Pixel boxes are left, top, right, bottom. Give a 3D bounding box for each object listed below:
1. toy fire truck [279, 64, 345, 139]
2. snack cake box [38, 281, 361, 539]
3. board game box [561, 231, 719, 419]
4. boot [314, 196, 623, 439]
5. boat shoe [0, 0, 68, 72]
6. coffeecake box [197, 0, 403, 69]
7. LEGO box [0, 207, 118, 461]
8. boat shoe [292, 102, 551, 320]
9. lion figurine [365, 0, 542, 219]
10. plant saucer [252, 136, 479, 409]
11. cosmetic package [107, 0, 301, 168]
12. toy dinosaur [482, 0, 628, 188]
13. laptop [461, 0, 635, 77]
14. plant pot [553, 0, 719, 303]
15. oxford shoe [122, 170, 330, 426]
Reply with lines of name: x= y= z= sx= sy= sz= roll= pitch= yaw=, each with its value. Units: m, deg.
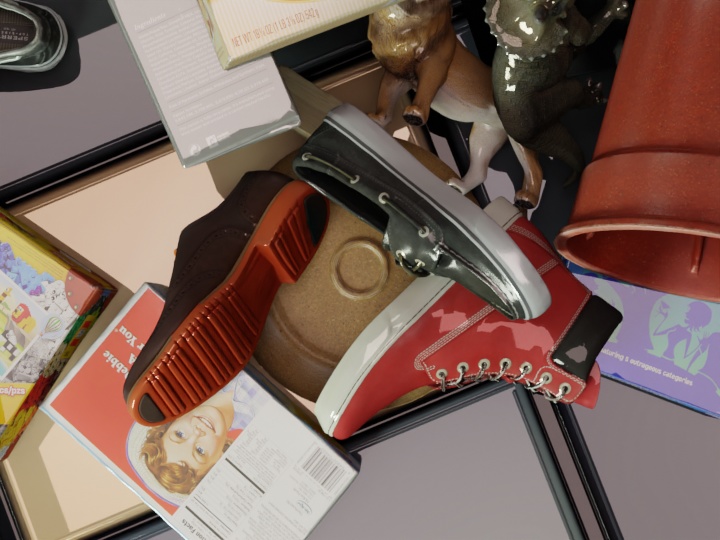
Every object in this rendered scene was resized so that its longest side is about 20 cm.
toy fire truck: x=-0.056 y=-0.192 z=0.950 sx=0.176 sy=0.129 sz=0.200 roll=-42 pitch=107 yaw=4
snack cake box: x=-0.109 y=0.116 z=0.948 sx=0.200 sy=0.067 sz=0.115 roll=42 pitch=90 yaw=3
board game box: x=0.224 y=-0.014 z=0.961 sx=0.150 sy=0.045 sz=0.203 roll=19 pitch=87 yaw=2
boot: x=0.077 y=0.069 z=0.906 sx=0.200 sy=0.072 sz=0.144 roll=-44 pitch=82 yaw=-5
boat shoe: x=-0.310 y=-0.179 z=0.963 sx=0.197 sy=0.071 sz=0.073 roll=1 pitch=87 yaw=1
coffeecake box: x=-0.042 y=-0.237 z=0.765 sx=0.152 sy=0.073 sz=0.203 roll=-22 pitch=97 yaw=-7
LEGO box: x=-0.296 y=0.019 z=0.950 sx=0.199 sy=0.077 sz=0.150 roll=33 pitch=88 yaw=2
boat shoe: x=0.036 y=-0.028 z=0.867 sx=0.057 sy=0.069 sz=0.200 roll=-43 pitch=65 yaw=-9
lion figurine: x=0.071 y=-0.129 z=0.947 sx=0.200 sy=0.072 sz=0.124 roll=39 pitch=58 yaw=-35
plant saucer: x=0.000 y=0.000 z=0.968 sx=0.197 sy=0.035 sz=0.204 roll=0 pitch=87 yaw=0
cosmetic package: x=-0.114 y=-0.171 z=0.849 sx=0.089 sy=0.107 sz=0.203 roll=-21 pitch=99 yaw=-3
toy dinosaur: x=0.119 y=-0.136 z=0.898 sx=0.101 sy=0.201 sz=0.077 roll=-27 pitch=55 yaw=-24
laptop: x=0.168 y=-0.243 z=0.943 sx=0.199 sy=0.103 sz=0.179 roll=-35 pitch=122 yaw=-20
plant pot: x=0.236 y=-0.094 z=0.853 sx=0.198 sy=0.201 sz=0.198 roll=11 pitch=81 yaw=1
oxford shoe: x=-0.101 y=0.016 z=0.909 sx=0.072 sy=0.072 sz=0.201 roll=22 pitch=62 yaw=30
